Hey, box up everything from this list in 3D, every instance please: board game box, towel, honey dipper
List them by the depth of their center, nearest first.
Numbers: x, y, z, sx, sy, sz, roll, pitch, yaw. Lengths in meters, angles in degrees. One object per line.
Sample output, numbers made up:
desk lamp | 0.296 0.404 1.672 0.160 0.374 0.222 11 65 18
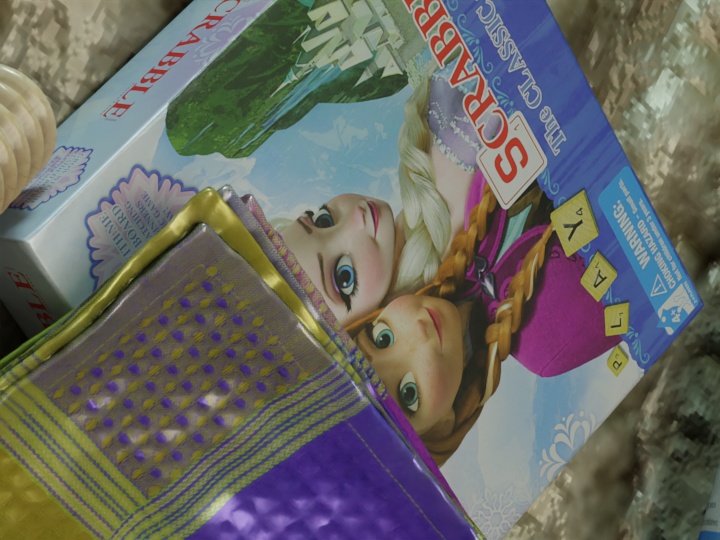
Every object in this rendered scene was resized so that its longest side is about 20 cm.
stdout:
honey dipper | -0.129 0.000 0.726 0.200 0.038 0.038 -57 134 -60
towel | -0.043 0.085 0.837 0.143 0.023 0.200 -38 119 -5
board game box | 0.000 0.000 0.896 0.200 0.041 0.200 -47 122 -25

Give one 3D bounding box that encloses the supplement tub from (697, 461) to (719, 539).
supplement tub | 0.200 0.046 1.016 0.132 0.132 0.201 21 82 -40
